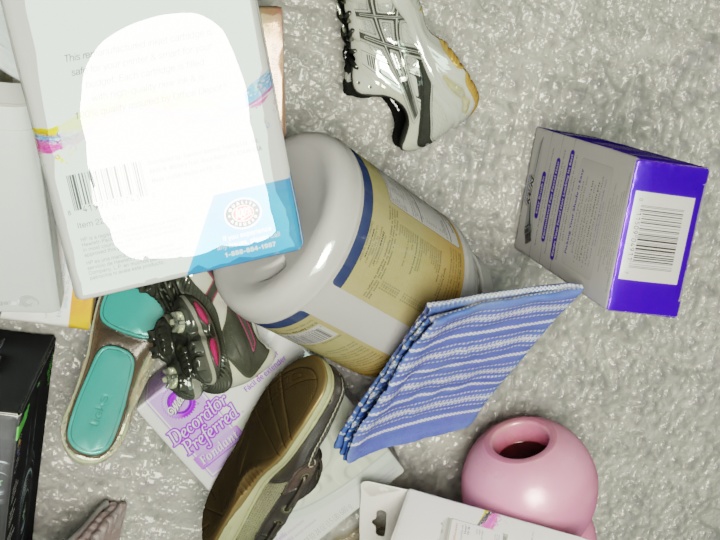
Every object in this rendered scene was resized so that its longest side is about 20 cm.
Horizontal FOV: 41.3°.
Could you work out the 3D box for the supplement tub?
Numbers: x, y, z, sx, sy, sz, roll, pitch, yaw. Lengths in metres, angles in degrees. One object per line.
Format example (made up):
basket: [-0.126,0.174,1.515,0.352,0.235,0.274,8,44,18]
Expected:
supplement tub: [0.000,0.000,0.738,0.199,0.144,0.146,30,98,-41]

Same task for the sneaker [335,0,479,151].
sneaker: [0.010,-0.183,0.755,0.087,0.076,0.201,-38,107,1]

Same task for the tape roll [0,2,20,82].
tape roll: [-0.173,-0.211,0.631,0.196,0.066,0.205,-2,101,-10]

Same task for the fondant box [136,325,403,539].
fondant box: [-0.077,0.138,0.830,0.143,0.058,0.201,-38,106,1]

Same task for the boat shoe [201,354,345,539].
boat shoe: [-0.062,0.151,0.767,0.064,0.074,0.201,19,122,-29]

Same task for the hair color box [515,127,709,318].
hair color box: [0.190,-0.045,0.757,0.063,0.200,0.112,6,103,-13]

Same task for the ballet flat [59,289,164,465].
ballet flat: [-0.194,0.059,0.784,0.066,0.062,0.203,25,76,-7]

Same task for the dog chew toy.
dog chew toy: [0.161,0.236,0.871,0.122,0.125,0.204,-17,115,-5]

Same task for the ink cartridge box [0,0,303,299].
ink cartridge box: [-0.125,-0.103,0.585,0.141,0.085,0.204,-12,105,-9]

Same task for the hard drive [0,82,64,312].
hard drive: [-0.283,-0.046,0.664,0.129,0.027,0.202,2,138,-9]

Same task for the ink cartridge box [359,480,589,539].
ink cartridge box: [0.083,0.258,0.800,0.196,0.068,0.118,13,131,13]

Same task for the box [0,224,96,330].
box: [-0.305,-0.027,0.757,0.196,0.042,0.122,9,103,-10]

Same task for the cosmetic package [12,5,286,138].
cosmetic package: [-0.157,-0.149,0.726,0.195,0.087,0.106,-4,105,-9]

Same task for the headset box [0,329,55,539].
headset box: [-0.300,0.152,0.733,0.091,0.174,0.204,8,102,-11]

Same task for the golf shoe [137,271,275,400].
golf shoe: [-0.132,-0.001,0.750,0.087,0.077,0.204,-7,76,-43]

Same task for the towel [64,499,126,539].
towel: [-0.251,0.308,0.771,0.032,0.200,0.195,14,100,4]

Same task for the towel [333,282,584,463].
towel: [0.071,0.082,0.733,0.142,0.024,0.201,-8,146,-31]
